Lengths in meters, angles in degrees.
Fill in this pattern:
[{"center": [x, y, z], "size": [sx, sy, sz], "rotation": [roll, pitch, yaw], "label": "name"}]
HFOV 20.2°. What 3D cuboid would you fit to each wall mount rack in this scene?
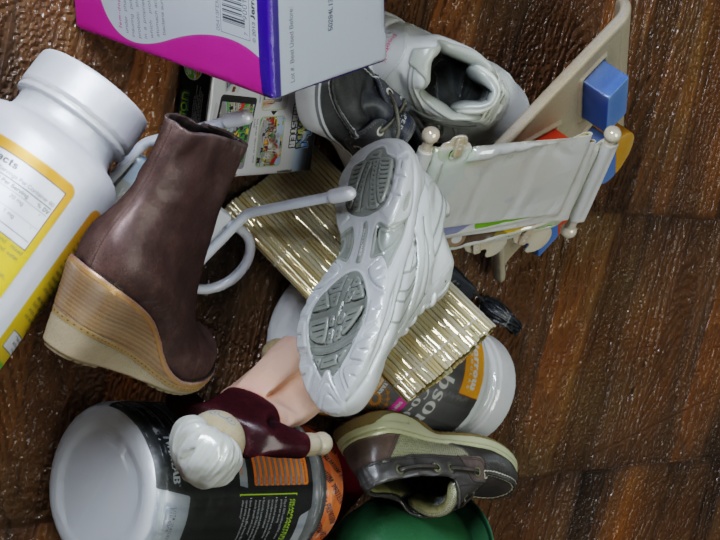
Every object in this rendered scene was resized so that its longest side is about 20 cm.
[{"center": [-0.111, -0.038, 1.376], "size": [0.174, 0.075, 0.200], "rotation": [-45, 137, 11], "label": "wall mount rack"}]

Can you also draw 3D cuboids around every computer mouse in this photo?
[{"center": [0.079, 0.019, 1.654], "size": [0.034, 0.059, 0.200], "rotation": [-48, 143, 5], "label": "computer mouse"}]

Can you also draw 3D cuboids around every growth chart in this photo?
[{"center": [0.107, -0.059, 1.544], "size": [0.199, 0.018, 0.145], "rotation": [-5, 142, -31], "label": "growth chart"}]

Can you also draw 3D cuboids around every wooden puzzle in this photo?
[{"center": [0.173, -0.099, 1.653], "size": [0.200, 0.046, 0.185], "rotation": [-51, 158, -20], "label": "wooden puzzle"}]

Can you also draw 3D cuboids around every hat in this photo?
[{"center": [-0.004, 0.196, 1.541], "size": [0.165, 0.200, 0.176], "rotation": [-32, 129, 6], "label": "hat"}]

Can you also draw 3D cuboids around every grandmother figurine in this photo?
[{"center": [-0.079, 0.097, 1.385], "size": [0.200, 0.121, 0.061], "rotation": [-39, 137, -68], "label": "grandmother figurine"}]

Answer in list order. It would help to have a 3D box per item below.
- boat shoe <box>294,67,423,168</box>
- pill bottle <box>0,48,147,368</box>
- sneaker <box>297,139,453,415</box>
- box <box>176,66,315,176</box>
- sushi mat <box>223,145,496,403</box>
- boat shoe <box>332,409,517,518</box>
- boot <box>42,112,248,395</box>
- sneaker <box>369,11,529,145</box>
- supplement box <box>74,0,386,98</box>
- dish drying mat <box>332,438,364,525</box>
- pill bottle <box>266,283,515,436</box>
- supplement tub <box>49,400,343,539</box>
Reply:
[{"center": [0.011, -0.106, 1.473], "size": [0.070, 0.066, 0.200], "rotation": [-67, 156, -20], "label": "boat shoe"}, {"center": [-0.223, -0.035, 1.261], "size": [0.200, 0.111, 0.111], "rotation": [-56, 138, -13], "label": "pill bottle"}, {"center": [0.023, 0.015, 1.412], "size": [0.099, 0.078, 0.201], "rotation": [33, 66, -41], "label": "sneaker"}, {"center": [-0.071, -0.167, 1.420], "size": [0.110, 0.035, 0.201], "rotation": [-7, 112, -45], "label": "box"}, {"center": [0.000, 0.000, 1.474], "size": [0.096, 0.200, 0.012], "rotation": [-40, 169, -30], "label": "sushi mat"}, {"center": [0.053, 0.159, 1.548], "size": [0.200, 0.073, 0.065], "rotation": [19, 52, -46], "label": "boat shoe"}, {"center": [-0.112, -0.009, 1.300], "size": [0.167, 0.072, 0.200], "rotation": [-59, 158, 5], "label": "boot"}, {"center": [0.077, -0.133, 1.543], "size": [0.200, 0.099, 0.078], "rotation": [16, 95, -49], "label": "sneaker"}, {"center": [-0.086, -0.189, 1.270], "size": [0.103, 0.200, 0.102], "rotation": [-24, 124, -39], "label": "supplement box"}, {"center": [-0.065, 0.213, 1.610], "size": [0.200, 0.018, 0.077], "rotation": [-46, 139, -24], "label": "dish drying mat"}, {"center": [0.028, 0.071, 1.571], "size": [0.200, 0.116, 0.117], "rotation": [22, 91, -49], "label": "pill bottle"}, {"center": [-0.113, 0.156, 1.454], "size": [0.200, 0.122, 0.123], "rotation": [7, 102, -47], "label": "supplement tub"}]
